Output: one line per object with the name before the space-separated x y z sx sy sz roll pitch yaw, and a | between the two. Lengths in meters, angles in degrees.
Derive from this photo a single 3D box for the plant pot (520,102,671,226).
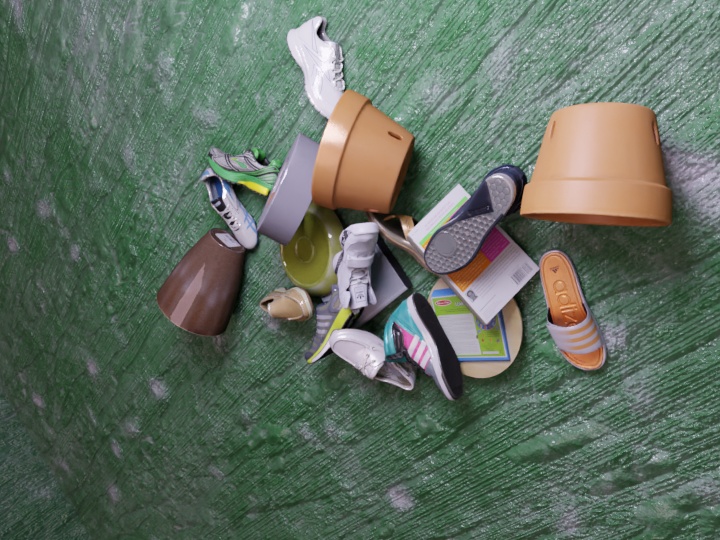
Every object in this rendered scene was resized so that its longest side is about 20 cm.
plant pot | 0.327 -0.142 0.748 0.193 0.198 0.147 6 93 30

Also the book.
book | 0.191 -0.030 0.925 0.133 0.048 0.201 -41 79 -3

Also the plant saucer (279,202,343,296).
plant saucer | -0.110 -0.046 1.138 0.195 0.031 0.209 6 100 39

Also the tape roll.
tape roll | -0.131 -0.155 1.033 0.064 0.204 0.202 25 125 -15

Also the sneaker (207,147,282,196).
sneaker | -0.245 -0.230 1.170 0.194 0.078 0.088 21 110 16

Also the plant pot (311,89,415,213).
plant pot | 0.012 -0.192 0.948 0.135 0.201 0.206 20 118 6

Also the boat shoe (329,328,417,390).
boat shoe | 0.027 0.180 1.072 0.194 0.070 0.072 22 124 -10

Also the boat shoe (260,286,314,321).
boat shoe | -0.165 0.081 1.164 0.198 0.074 0.074 -5 103 62

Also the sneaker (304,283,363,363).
sneaker | -0.066 0.113 1.129 0.081 0.073 0.202 45 117 19

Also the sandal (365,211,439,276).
sandal | 0.096 -0.065 0.994 0.198 0.080 0.055 39 113 13

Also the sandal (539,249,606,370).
sandal | 0.338 0.074 0.890 0.077 0.059 0.213 -19 95 36

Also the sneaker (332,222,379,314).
sneaker | 0.000 0.000 0.983 0.201 0.072 0.119 121 139 -63

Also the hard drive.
hard drive | 0.000 0.027 1.112 0.199 0.033 0.142 -41 82 35

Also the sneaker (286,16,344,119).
sneaker | -0.066 -0.371 1.000 0.085 0.074 0.206 -24 93 31

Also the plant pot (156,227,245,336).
plant pot | -0.354 0.012 1.268 0.185 0.186 0.204 38 108 16

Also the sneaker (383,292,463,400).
sneaker | 0.105 0.161 1.016 0.119 0.082 0.206 -33 76 36

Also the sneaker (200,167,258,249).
sneaker | -0.299 -0.137 1.226 0.070 0.072 0.205 -21 102 35

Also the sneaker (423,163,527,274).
sneaker | 0.193 -0.086 0.879 0.077 0.146 0.203 44 125 4

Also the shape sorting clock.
shape sorting clock | 0.206 0.097 0.995 0.195 0.039 0.208 15 114 35
